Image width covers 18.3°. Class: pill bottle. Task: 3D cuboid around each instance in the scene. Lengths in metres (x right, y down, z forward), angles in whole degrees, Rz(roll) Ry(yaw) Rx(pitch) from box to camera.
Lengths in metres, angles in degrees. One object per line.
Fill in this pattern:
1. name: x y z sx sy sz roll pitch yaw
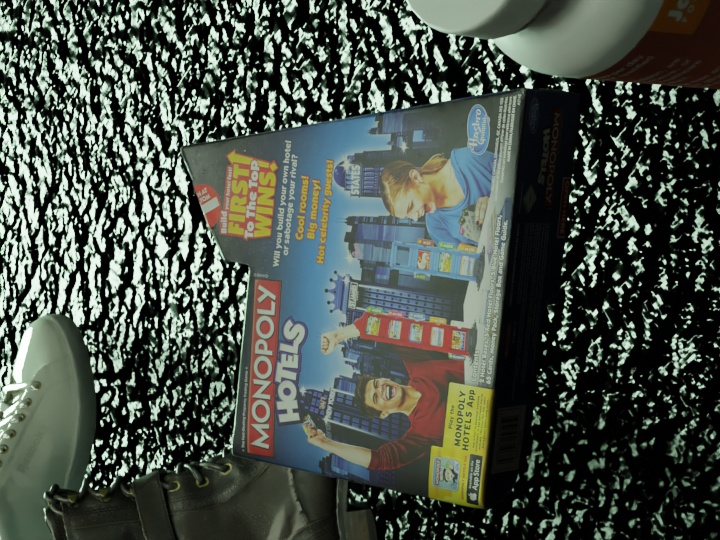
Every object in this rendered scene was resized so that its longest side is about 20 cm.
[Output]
1. pill bottle: 0.114 -0.133 0.910 0.112 0.199 0.113 1 91 52

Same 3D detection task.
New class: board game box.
1. board game box: 0.000 0.000 1.118 0.198 0.061 0.202 10 96 32

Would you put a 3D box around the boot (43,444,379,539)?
1. boot: -0.083 0.110 1.183 0.069 0.172 0.202 93 167 -79

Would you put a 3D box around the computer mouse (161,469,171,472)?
1. computer mouse: -0.152 0.211 1.377 0.110 0.044 0.201 45 124 43

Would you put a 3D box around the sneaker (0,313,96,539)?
1. sneaker: -0.222 0.120 1.420 0.073 0.084 0.202 -14 66 49
